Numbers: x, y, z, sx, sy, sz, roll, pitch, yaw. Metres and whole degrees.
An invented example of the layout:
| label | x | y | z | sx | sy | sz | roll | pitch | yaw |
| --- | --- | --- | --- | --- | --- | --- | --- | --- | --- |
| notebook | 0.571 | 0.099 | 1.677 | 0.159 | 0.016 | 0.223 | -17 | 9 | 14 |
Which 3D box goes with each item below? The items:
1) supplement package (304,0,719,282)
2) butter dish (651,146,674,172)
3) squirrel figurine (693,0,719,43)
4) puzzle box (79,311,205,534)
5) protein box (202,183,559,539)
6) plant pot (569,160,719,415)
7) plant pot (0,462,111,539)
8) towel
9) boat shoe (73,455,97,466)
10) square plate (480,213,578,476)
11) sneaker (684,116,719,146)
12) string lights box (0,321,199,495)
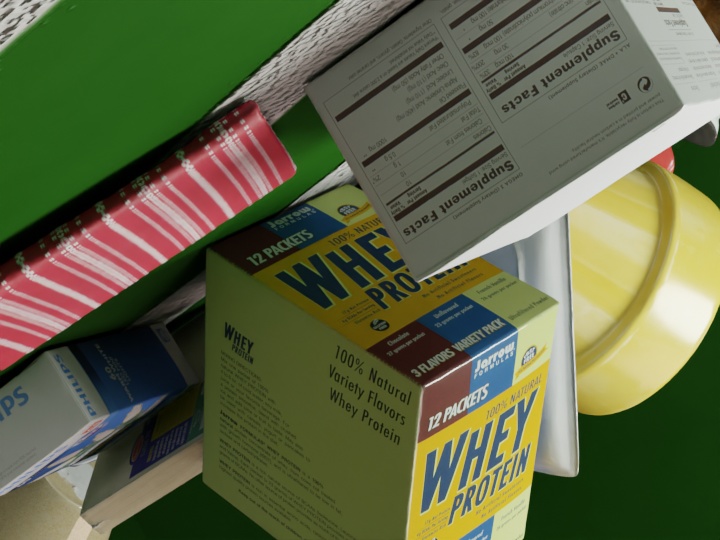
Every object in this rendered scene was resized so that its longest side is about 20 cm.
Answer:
| label | x | y | z | sx | sy | sz | roll | pitch | yaw |
| --- | --- | --- | --- | --- | --- | --- | --- | --- | --- |
| supplement package | 0.092 | -0.091 | 0.845 | 0.155 | 0.112 | 0.200 | -33 | 174 | 22 |
| butter dish | 0.201 | -0.071 | 1.465 | 0.199 | 0.149 | 0.200 | -35 | 173 | 30 |
| squirrel figurine | 0.301 | -0.155 | 1.019 | 0.199 | 0.188 | 0.142 | -31 | 175 | -2 |
| puzzle box | -0.146 | 0.107 | 1.289 | 0.132 | 0.025 | 0.201 | -32 | -156 | 22 |
| protein box | 0.007 | 0.085 | 1.106 | 0.134 | 0.198 | 0.202 | -27 | 134 | -38 |
| plant pot | 0.152 | -0.016 | 1.286 | 0.201 | 0.188 | 0.202 | -42 | -150 | 32 |
| plant pot | -0.309 | 0.248 | 1.495 | 0.200 | 0.187 | 0.187 | -48 | 169 | 20 |
| towel | -0.125 | -0.013 | 0.810 | 0.199 | 0.023 | 0.145 | -33 | 173 | 0 |
| boat shoe | -0.183 | 0.120 | 1.449 | 0.201 | 0.075 | 0.086 | -28 | 174 | -17 |
| square plate | 0.070 | 0.039 | 1.171 | 0.028 | 0.201 | 0.199 | -6 | -175 | -41 |
| sneaker | 0.248 | -0.173 | 1.263 | 0.200 | 0.079 | 0.087 | 62 | 44 | -72 |
| string lights box | -0.202 | 0.096 | 1.173 | 0.102 | 0.059 | 0.200 | -36 | 175 | 15 |
